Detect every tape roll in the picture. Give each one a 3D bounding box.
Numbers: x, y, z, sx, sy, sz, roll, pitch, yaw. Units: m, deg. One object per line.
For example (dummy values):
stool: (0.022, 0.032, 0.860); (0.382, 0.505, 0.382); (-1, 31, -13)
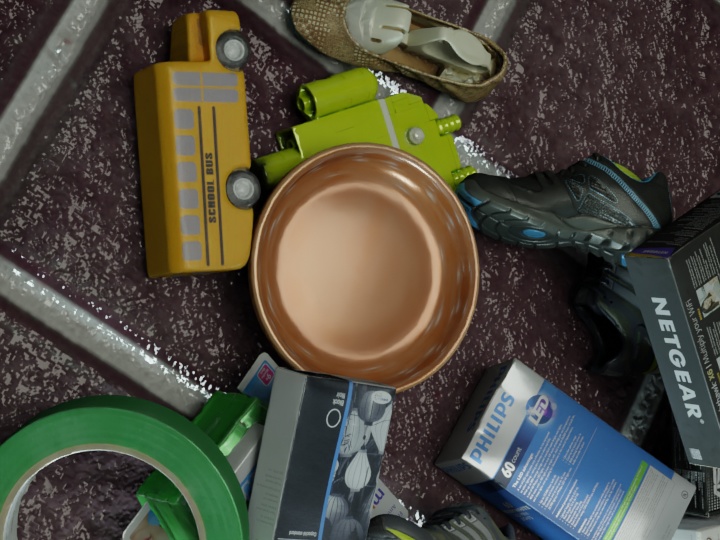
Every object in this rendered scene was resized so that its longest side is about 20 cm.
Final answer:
tape roll: (-0.180, 0.190, 1.247); (0.200, 0.048, 0.201); (0, 97, 3)

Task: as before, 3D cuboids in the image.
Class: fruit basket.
fruit basket: (-0.064, 0.195, 1.347); (0.200, 0.094, 0.185); (49, 64, -21)

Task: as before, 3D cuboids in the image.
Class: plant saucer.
plant saucer: (0.000, 0.000, 1.393); (0.200, 0.037, 0.201); (2, 86, -25)

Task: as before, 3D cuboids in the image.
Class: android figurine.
android figurine: (0.008, -0.074, 1.445); (0.200, 0.041, 0.182); (-18, 94, -29)

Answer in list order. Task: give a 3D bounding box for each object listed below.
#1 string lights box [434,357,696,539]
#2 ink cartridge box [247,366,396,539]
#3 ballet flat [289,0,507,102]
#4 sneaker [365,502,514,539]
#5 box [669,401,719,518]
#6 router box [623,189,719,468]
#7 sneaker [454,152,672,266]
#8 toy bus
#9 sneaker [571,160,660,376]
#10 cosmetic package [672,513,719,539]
string lights box: (0.174, 0.173, 1.485); (0.200, 0.059, 0.103); (36, 68, -11)
ink cartridge box: (-0.036, 0.176, 1.301); (0.099, 0.039, 0.200); (11, 91, -45)
ballet flat: (0.039, -0.195, 1.458); (0.200, 0.065, 0.071); (13, 72, -29)
sneaker: (0.065, 0.223, 1.412); (0.200, 0.074, 0.081); (33, 51, -49)
box: (0.354, 0.105, 1.575); (0.193, 0.047, 0.200); (-7, 97, -41)
router box: (0.316, 0.042, 1.480); (0.157, 0.052, 0.200); (-31, 111, -33)
sneaker: (0.171, -0.059, 1.482); (0.200, 0.073, 0.082); (12, 77, -21)
toy bus: (-0.127, -0.097, 1.354); (0.078, 0.065, 0.200); (-3, 87, -29)
sneaker: (0.225, 0.002, 1.546); (0.081, 0.074, 0.200); (-14, 91, -27)
cosmetic package: (0.347, 0.249, 1.572); (0.200, 0.108, 0.085); (-7, 88, -29)
